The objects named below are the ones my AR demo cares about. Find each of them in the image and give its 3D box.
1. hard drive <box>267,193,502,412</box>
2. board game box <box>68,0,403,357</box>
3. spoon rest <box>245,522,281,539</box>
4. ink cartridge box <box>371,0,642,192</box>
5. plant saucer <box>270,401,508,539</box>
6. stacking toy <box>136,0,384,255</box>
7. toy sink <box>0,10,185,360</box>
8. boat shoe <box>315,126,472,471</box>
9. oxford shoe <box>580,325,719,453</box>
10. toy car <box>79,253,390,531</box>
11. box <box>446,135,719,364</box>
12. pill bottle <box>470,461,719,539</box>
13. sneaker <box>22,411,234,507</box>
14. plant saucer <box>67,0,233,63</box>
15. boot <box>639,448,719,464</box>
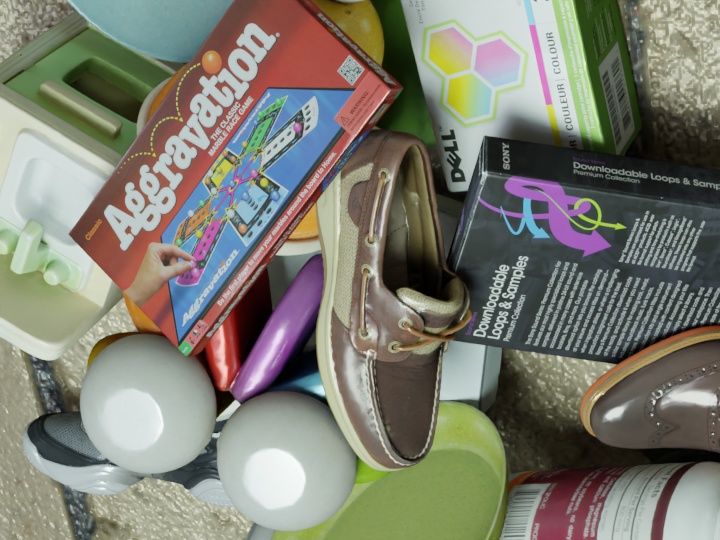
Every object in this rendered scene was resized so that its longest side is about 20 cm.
[{"bbox_3d":[0.000,0.000,1.201,0.199,0.027,0.132,20,123,26],"label":"hard drive"},{"bbox_3d":[-0.073,-0.058,1.040,0.103,0.019,0.200,45,114,14],"label":"board game box"},{"bbox_3d":[-0.038,0.149,1.270,0.060,0.099,0.201,11,102,30],"label":"spoon rest"},{"bbox_3d":[0.048,-0.124,1.096,0.199,0.076,0.148,-4,115,26],"label":"ink cartridge box"},{"bbox_3d":[0.017,0.170,1.153,0.200,0.200,0.031,-24,124,34],"label":"plant saucer"},{"bbox_3d":[-0.032,-0.119,1.071,0.146,0.146,0.200,35,131,4],"label":"stacking toy"},{"bbox_3d":[-0.180,-0.061,1.167,0.130,0.200,0.112,30,127,9],"label":"toy sink"},{"bbox_3d":[0.023,0.019,1.053,0.072,0.072,0.201,8,105,47],"label":"boat shoe"},{"bbox_3d":[0.226,0.077,1.076,0.199,0.073,0.071,-11,128,7],"label":"oxford shoe"},{"bbox_3d":[-0.061,0.053,1.143,0.199,0.175,0.150,22,105,7],"label":"toy car"},{"bbox_3d":[0.151,-0.004,1.077,0.199,0.036,0.143,7,138,-7],"label":"box"},{"bbox_3d":[0.173,0.171,1.112,0.200,0.114,0.114,-8,114,40],"label":"pill bottle"},{"bbox_3d":[-0.146,0.096,1.321,0.199,0.076,0.114,6,119,16],"label":"sneaker"},{"bbox_3d":[-0.113,-0.225,1.141,0.200,0.039,0.202,13,122,20],"label":"plant saucer"},{"bbox_3d":[0.201,0.147,1.196,0.200,0.068,0.131,-30,90,35],"label":"boot"}]
